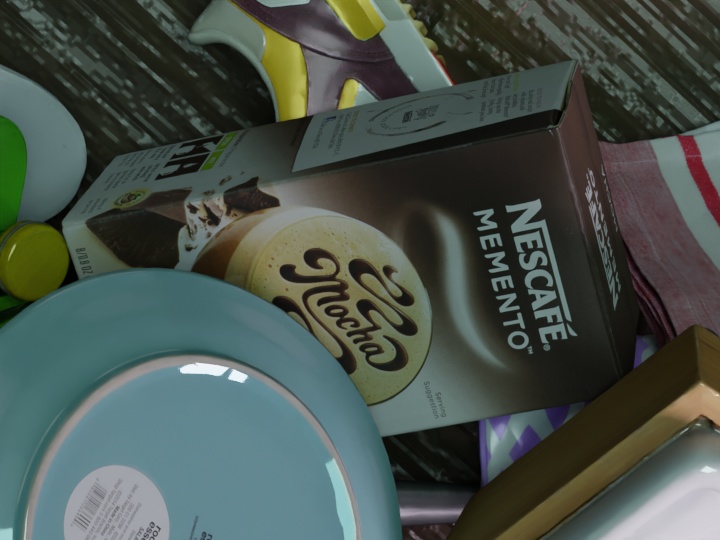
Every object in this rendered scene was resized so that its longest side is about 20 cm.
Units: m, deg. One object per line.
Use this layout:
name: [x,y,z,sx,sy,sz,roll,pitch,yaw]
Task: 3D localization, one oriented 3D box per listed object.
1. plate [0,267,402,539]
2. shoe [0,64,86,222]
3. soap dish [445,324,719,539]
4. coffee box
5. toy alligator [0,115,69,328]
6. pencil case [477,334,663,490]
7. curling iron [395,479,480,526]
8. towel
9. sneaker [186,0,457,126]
plate: [-0.061,0.098,0.785,0.199,0.025,0.202,6,80,-34]
shoe: [-0.211,-0.067,0.906,0.199,0.091,0.072,7,106,-39]
soap dish: [0.143,0.116,0.851,0.199,0.082,0.157,31,127,-23]
coffee box: [0.000,0.000,0.887,0.198,0.080,0.114,-11,110,16]
toy alligator: [-0.147,0.039,0.896,0.054,0.059,0.202,-20,118,-35]
pencil case: [0.141,0.069,0.930,0.198,0.084,0.086,-1,69,12]
curling iron: [-0.020,0.096,0.957,0.198,0.050,0.026,-1,91,-16]
towel: [0.200,-0.025,0.952,0.198,0.144,0.023,-12,130,-10]
sneaker: [0.010,-0.044,0.950,0.090,0.075,0.201,-35,90,0]
